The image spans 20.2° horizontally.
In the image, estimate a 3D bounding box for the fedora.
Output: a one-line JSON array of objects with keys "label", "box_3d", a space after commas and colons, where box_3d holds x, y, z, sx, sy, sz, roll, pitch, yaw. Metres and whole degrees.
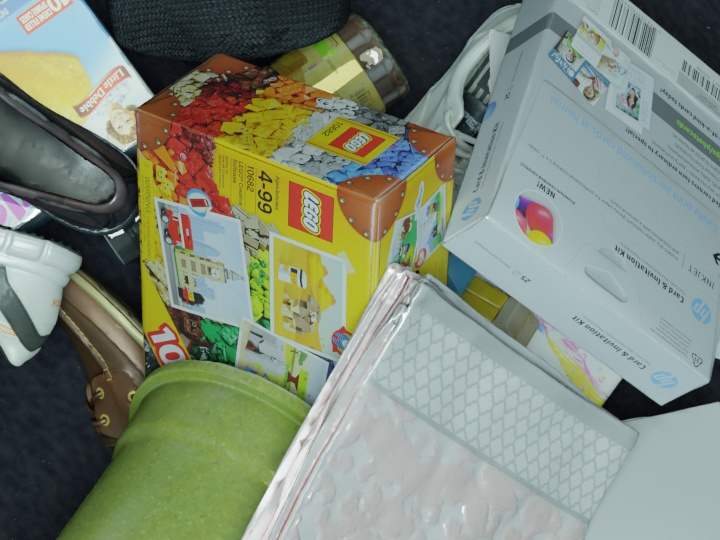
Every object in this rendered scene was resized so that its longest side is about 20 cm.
[{"label": "fedora", "box_3d": [-0.077, -0.168, 1.147, 0.200, 0.201, 0.092, -6, 105, -4]}]

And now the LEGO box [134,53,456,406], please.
[{"label": "LEGO box", "box_3d": [-0.036, 0.006, 1.059, 0.149, 0.077, 0.200, 22, 130, 26]}]

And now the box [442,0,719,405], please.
[{"label": "box", "box_3d": [0.136, -0.051, 1.076, 0.156, 0.041, 0.200, 35, 48, -20]}]

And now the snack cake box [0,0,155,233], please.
[{"label": "snack cake box", "box_3d": [-0.222, -0.072, 1.180, 0.200, 0.067, 0.115, -36, 90, -4]}]

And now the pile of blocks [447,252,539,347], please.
[{"label": "pile of blocks", "box_3d": [0.000, 0.000, 1.121, 0.200, 0.082, 0.062, 26, 54, 11]}]

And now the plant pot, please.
[{"label": "plant pot", "box_3d": [-0.095, 0.179, 1.042, 0.200, 0.200, 0.184, 45, 55, -2]}]

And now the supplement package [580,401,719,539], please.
[{"label": "supplement package", "box_3d": [0.177, 0.193, 1.117, 0.121, 0.120, 0.200, -11, 50, -16]}]

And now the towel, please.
[{"label": "towel", "box_3d": [0.041, 0.122, 1.011, 0.200, 0.032, 0.191, 35, 79, -38]}]

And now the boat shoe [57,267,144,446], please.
[{"label": "boat shoe", "box_3d": [-0.130, 0.075, 1.179, 0.068, 0.072, 0.200, -42, 94, -5]}]

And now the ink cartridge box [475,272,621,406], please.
[{"label": "ink cartridge box", "box_3d": [0.090, 0.049, 1.197, 0.117, 0.067, 0.200, 37, 86, -3]}]

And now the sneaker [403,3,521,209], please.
[{"label": "sneaker", "box_3d": [0.053, -0.076, 1.196, 0.073, 0.071, 0.200, 30, 87, -3]}]

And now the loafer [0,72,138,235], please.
[{"label": "loafer", "box_3d": [-0.212, -0.080, 1.115, 0.200, 0.063, 0.072, 24, 87, -4]}]

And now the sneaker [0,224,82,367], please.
[{"label": "sneaker", "box_3d": [-0.259, -0.001, 1.107, 0.200, 0.074, 0.080, 15, 91, -4]}]

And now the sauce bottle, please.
[{"label": "sauce bottle", "box_3d": [-0.068, -0.075, 1.191, 0.200, 0.065, 0.065, -35, 91, -6]}]

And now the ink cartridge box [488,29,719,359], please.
[{"label": "ink cartridge box", "box_3d": [0.155, -0.039, 1.153, 0.200, 0.050, 0.161, 13, 55, -18]}]
